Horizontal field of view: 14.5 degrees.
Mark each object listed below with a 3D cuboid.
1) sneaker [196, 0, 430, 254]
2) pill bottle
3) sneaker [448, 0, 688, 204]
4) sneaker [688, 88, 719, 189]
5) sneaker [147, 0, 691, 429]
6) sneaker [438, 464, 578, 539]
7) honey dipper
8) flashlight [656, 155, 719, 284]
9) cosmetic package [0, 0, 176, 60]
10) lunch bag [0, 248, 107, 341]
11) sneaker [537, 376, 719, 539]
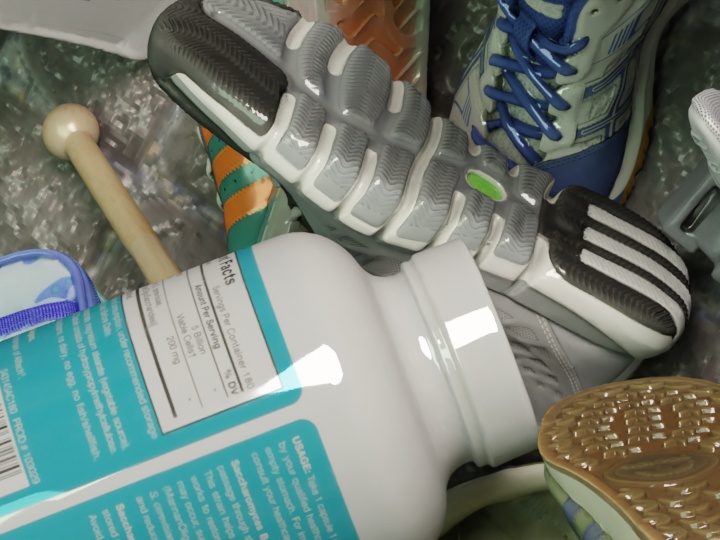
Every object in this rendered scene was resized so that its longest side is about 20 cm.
[{"bbox_3d":[-0.023,-0.044,1.025,0.080,0.071,0.201,14,100,50],"label":"sneaker"},{"bbox_3d":[-0.049,0.058,0.868,0.199,0.111,0.111,-20,75,-1],"label":"pill bottle"},{"bbox_3d":[0.065,-0.083,0.958,0.075,0.088,0.201,29,103,26],"label":"sneaker"},{"bbox_3d":[0.140,0.005,0.794,0.075,0.115,0.200,-21,32,9],"label":"sneaker"},{"bbox_3d":[0.000,0.000,0.942,0.200,0.075,0.116,31,126,-4],"label":"sneaker"},{"bbox_3d":[0.104,0.098,0.912,0.199,0.090,0.067,2,86,30],"label":"sneaker"},{"bbox_3d":[-0.078,-0.010,1.026,0.038,0.038,0.200,-55,38,16],"label":"honey dipper"},{"bbox_3d":[0.186,-0.071,0.904,0.068,0.068,0.200,46,114,20],"label":"flashlight"},{"bbox_3d":[-0.154,-0.202,1.047,0.200,0.167,0.167,35,105,28],"label":"cosmetic package"},{"bbox_3d":[-0.161,0.089,0.990,0.199,0.082,0.161,-19,58,11],"label":"lunch bag"},{"bbox_3d":[0.093,0.094,0.801,0.067,0.200,0.090,-8,101,-4],"label":"sneaker"}]
